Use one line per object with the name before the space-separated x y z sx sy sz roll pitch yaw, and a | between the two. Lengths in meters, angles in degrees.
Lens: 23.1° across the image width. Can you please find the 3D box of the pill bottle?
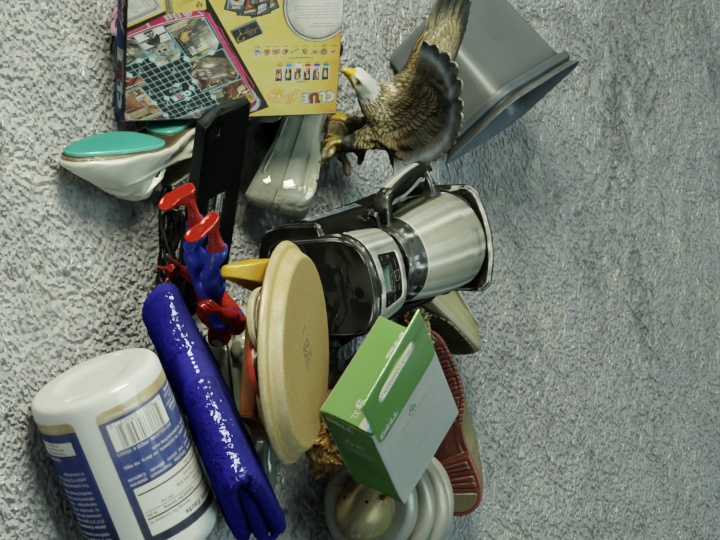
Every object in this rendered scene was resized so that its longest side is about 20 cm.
pill bottle | -0.182 0.175 1.436 0.111 0.110 0.201 -40 116 -51

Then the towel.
towel | -0.128 0.124 1.479 0.148 0.049 0.201 69 -5 -60

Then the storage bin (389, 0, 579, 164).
storage bin | 0.125 -0.221 1.958 0.135 0.145 0.200 51 37 5

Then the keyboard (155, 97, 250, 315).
keyboard | -0.148 -0.053 1.552 0.104 0.039 0.202 -32 137 -55

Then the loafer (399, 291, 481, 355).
loafer | 0.070 0.021 1.861 0.200 0.075 0.069 46 54 -39

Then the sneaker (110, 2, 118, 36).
sneaker | -0.158 -0.190 1.604 0.082 0.070 0.200 -57 132 -16

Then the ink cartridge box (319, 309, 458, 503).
ink cartridge box | 0.022 0.113 1.546 0.104 0.059 0.200 -57 154 -20

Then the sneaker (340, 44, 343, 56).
sneaker | -0.075 -0.253 1.651 0.201 0.087 0.074 65 9 25

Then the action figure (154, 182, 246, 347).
action figure | -0.133 0.008 1.503 0.052 0.065 0.201 -38 150 -16

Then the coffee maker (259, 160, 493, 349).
coffee maker | 0.000 0.000 1.666 0.199 0.192 0.135 -20 82 -48

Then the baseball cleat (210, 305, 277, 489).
baseball cleat | -0.088 0.133 1.616 0.106 0.069 0.202 8 77 -54

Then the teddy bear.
teddy bear | -0.002 0.106 1.680 0.067 0.145 0.200 47 65 -10

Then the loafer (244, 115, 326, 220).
loafer | -0.071 -0.135 1.698 0.069 0.070 0.201 14 46 -10

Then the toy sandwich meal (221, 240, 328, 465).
toy sandwich meal | -0.076 0.070 1.485 0.205 0.070 0.207 -1 90 -78

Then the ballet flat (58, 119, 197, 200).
ballet flat | -0.185 -0.096 1.539 0.200 0.069 0.070 -31 108 -54

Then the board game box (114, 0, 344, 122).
board game box | -0.114 -0.202 1.544 0.198 0.035 0.137 -4 112 -22

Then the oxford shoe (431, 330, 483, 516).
oxford shoe | 0.085 0.157 1.879 0.075 0.070 0.202 -40 120 -76

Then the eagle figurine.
eagle figurine | 0.042 -0.168 1.718 0.151 0.199 0.153 -4 69 -61

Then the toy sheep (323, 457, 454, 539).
toy sheep | 0.030 0.231 1.720 0.200 0.137 0.139 0 83 -69
